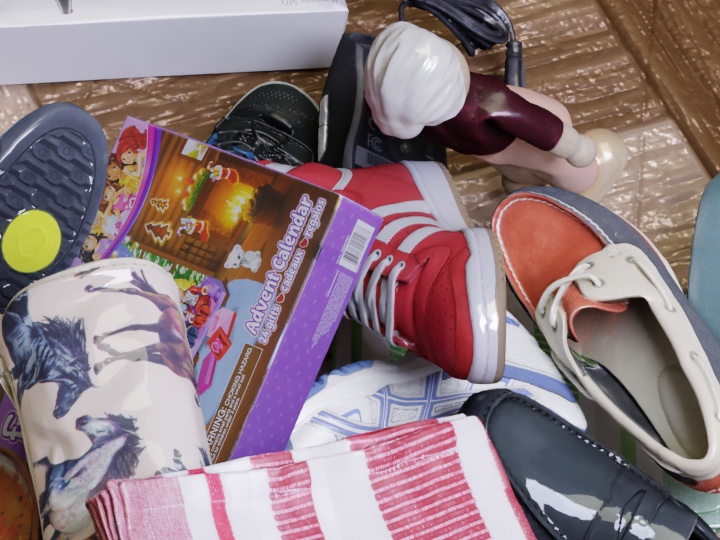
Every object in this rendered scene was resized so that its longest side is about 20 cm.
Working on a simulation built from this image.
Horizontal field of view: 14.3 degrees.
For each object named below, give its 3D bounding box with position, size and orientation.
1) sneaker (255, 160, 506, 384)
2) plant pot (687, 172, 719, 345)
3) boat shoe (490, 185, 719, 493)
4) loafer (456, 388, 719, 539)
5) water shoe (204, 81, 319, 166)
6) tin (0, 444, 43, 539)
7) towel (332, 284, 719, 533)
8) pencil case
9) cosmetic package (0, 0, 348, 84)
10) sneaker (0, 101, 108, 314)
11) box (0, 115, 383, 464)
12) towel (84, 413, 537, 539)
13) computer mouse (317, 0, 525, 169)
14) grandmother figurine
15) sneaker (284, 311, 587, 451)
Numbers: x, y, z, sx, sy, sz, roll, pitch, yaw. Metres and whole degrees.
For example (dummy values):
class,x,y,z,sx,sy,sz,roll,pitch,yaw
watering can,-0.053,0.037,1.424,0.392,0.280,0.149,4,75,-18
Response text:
class,x,y,z,sx,sy,sz,roll,pitch,yaw
sneaker,0.000,0.000,1.330,0.112,0.072,0.200,0,20,-12
plant pot,0.234,0.007,1.423,0.134,0.200,0.201,6,50,14
boat shoe,0.122,0.029,1.379,0.062,0.071,0.200,14,32,-54
loafer,0.126,0.122,1.324,0.200,0.070,0.068,42,57,-16
water shoe,-0.059,-0.034,1.446,0.071,0.079,0.200,21,51,4
tin,-0.177,0.169,1.251,0.112,0.042,0.201,-18,52,23
towel,0.084,0.063,1.440,0.199,0.023,0.153,5,51,-8
pencil case,-0.105,0.098,1.224,0.089,0.078,0.201,-16,65,6
cosmetic package,-0.113,-0.149,1.542,0.199,0.051,0.083,-5,55,-16
sneaker,-0.187,0.006,1.334,0.066,0.201,0.078,25,5,-34
box,-0.088,0.043,1.307,0.137,0.039,0.201,21,86,36
towel,-0.002,0.136,1.185,0.199,0.023,0.144,-9,63,-34
computer mouse,0.030,-0.073,1.513,0.140,0.046,0.201,20,55,-36
grandmother figurine,0.056,-0.077,1.412,0.121,0.200,0.061,1,79,25
sneaker,0.023,0.087,1.343,0.200,0.075,0.088,-30,64,-31
